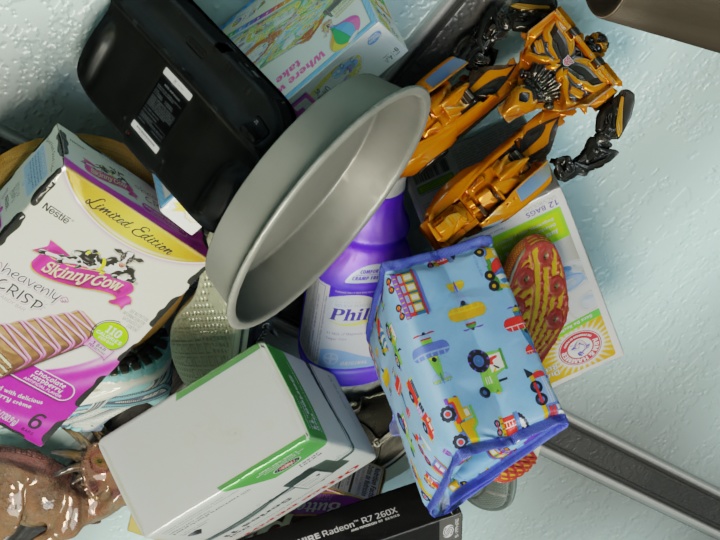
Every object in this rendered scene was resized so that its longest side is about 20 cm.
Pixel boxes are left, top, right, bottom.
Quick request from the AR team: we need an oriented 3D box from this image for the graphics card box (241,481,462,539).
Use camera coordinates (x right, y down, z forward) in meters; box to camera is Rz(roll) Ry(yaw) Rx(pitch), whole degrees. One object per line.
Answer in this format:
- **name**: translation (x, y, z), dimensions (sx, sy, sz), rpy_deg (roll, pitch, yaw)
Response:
- **graphics card box**: translation (-0.014, 0.252, 1.387), dimensions (0.198, 0.051, 0.126), rpy_deg (-16, 133, -14)

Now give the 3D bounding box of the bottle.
- **bottle**: translation (0.000, 0.000, 1.352), dimensions (0.083, 0.066, 0.202), rpy_deg (-5, 129, -21)

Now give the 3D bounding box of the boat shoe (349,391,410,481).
- **boat shoe**: translation (-0.006, 0.150, 1.469), dimensions (0.199, 0.071, 0.064), rpy_deg (-38, 130, 17)

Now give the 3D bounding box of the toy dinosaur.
- **toy dinosaur**: translation (-0.267, 0.177, 1.405), dimensions (0.198, 0.086, 0.137), rpy_deg (7, 125, -14)

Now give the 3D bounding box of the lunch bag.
- **lunch bag**: translation (0.055, 0.090, 1.263), dimensions (0.093, 0.152, 0.200), rpy_deg (-14, 161, -22)

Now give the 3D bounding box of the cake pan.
- **cake pan**: translation (-0.031, -0.050, 1.112), dimensions (0.200, 0.037, 0.201), rpy_deg (-47, 168, -13)

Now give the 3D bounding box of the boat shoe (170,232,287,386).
- **boat shoe**: translation (-0.092, 0.027, 1.265), dimensions (0.062, 0.075, 0.201), rpy_deg (-25, 150, -39)

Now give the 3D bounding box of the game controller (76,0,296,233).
- **game controller**: translation (-0.121, -0.116, 1.139), dimensions (0.042, 0.200, 0.105), rpy_deg (0, 129, -47)

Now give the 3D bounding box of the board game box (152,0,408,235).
- **board game box**: translation (-0.067, -0.134, 1.179), dimensions (0.199, 0.135, 0.034), rpy_deg (-38, 129, 16)

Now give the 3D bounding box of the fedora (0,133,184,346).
- **fedora**: translation (-0.218, -0.025, 1.257), dimensions (0.198, 0.082, 0.202), rpy_deg (-8, 125, -11)

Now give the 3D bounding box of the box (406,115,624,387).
- **box**: translation (0.125, -0.005, 1.362), dimensions (0.111, 0.102, 0.201), rpy_deg (-24, 131, 4)

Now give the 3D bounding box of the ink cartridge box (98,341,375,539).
- **ink cartridge box**: translation (-0.086, 0.135, 1.276), dimensions (0.146, 0.084, 0.200), rpy_deg (-32, 164, 8)

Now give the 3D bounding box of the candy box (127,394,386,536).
- **candy box**: translation (-0.089, 0.195, 1.440), dimensions (0.198, 0.057, 0.118), rpy_deg (19, 122, 1)

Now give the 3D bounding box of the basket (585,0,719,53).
- **basket**: translation (0.269, -0.226, 1.212), dimensions (0.197, 0.137, 0.182), rpy_deg (3, 123, -14)

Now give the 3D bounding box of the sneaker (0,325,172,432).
- **sneaker**: translation (-0.243, 0.103, 1.358), dimensions (0.198, 0.078, 0.087), rpy_deg (-13, 139, -3)

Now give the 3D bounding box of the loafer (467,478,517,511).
- **loafer**: translation (0.092, 0.106, 1.406), dimensions (0.071, 0.063, 0.202), rpy_deg (-5, 122, 31)

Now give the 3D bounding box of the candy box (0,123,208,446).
- **candy box**: translation (-0.219, 0.015, 1.193), dimensions (0.136, 0.061, 0.200), rpy_deg (33, 109, -32)

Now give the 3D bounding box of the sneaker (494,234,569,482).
- **sneaker**: translation (0.107, 0.064, 1.302), dimensions (0.072, 0.077, 0.202), rpy_deg (-3, 115, -35)

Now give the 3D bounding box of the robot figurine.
- **robot figurine**: translation (0.106, -0.110, 1.242), dimensions (0.199, 0.058, 0.145), rpy_deg (-40, 85, -4)
